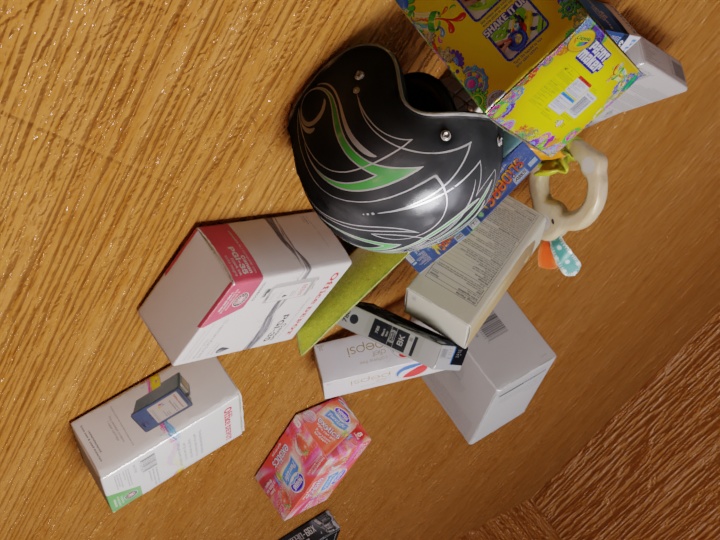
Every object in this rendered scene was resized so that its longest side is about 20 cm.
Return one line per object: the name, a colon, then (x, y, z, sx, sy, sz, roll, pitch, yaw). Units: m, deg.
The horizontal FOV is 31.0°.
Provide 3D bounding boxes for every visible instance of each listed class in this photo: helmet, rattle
helmet: (0.039, -0.112, 1.284, 0.199, 0.191, 0.200, -31, 160, -13)
rattle: (0.249, -0.078, 1.750, 0.143, 0.130, 0.201, -27, 141, -56)

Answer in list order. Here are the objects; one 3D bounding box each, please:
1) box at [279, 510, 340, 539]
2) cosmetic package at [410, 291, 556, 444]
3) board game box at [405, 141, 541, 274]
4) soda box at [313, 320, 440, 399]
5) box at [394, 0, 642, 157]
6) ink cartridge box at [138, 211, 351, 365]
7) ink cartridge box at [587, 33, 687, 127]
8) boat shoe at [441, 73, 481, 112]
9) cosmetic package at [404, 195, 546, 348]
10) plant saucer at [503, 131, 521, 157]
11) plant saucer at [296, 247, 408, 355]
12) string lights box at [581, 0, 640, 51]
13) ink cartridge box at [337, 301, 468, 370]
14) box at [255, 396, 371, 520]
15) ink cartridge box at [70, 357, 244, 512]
box: (-0.128, 0.593, 2.723, 0.157, 0.050, 0.200, -28, 158, -22)
cosmetic package: (0.177, 0.126, 2.008, 0.122, 0.200, 0.200, -27, 157, -24)
board game box: (0.135, -0.075, 1.611, 0.135, 0.034, 0.200, -45, -179, -20)
soda box: (0.035, 0.125, 1.880, 0.198, 0.064, 0.068, -14, 155, -5)
box: (0.133, -0.230, 1.188, 0.122, 0.193, 0.200, -42, 160, 15)
ink cartridge box: (-0.125, 0.017, 1.449, 0.199, 0.083, 0.147, -10, 147, -50)
ink cartridge box: (0.311, -0.238, 1.674, 0.175, 0.045, 0.200, -18, 169, 27)
boat shoe: (0.102, -0.154, 1.453, 0.073, 0.075, 0.200, 10, 143, -37)
cosmetic package: (0.153, -0.008, 1.731, 0.200, 0.105, 0.071, -51, 163, -24)
plant saucer: (0.142, -0.162, 1.564, 0.199, 0.028, 0.200, -28, 159, -12)
plant saucer: (0.000, 0.000, 1.599, 0.200, 0.048, 0.200, -44, -179, 18)
string lights box: (0.229, -0.256, 1.477, 0.103, 0.059, 0.199, -48, 157, 28)
ink cartridge box: (0.039, 0.080, 1.742, 0.099, 0.199, 0.040, 9, 102, -65)
box: (-0.079, 0.310, 2.133, 0.102, 0.095, 0.200, -19, 153, -41)
ink cartridge box: (-0.251, 0.200, 1.631, 0.199, 0.088, 0.146, -29, 159, -17)
